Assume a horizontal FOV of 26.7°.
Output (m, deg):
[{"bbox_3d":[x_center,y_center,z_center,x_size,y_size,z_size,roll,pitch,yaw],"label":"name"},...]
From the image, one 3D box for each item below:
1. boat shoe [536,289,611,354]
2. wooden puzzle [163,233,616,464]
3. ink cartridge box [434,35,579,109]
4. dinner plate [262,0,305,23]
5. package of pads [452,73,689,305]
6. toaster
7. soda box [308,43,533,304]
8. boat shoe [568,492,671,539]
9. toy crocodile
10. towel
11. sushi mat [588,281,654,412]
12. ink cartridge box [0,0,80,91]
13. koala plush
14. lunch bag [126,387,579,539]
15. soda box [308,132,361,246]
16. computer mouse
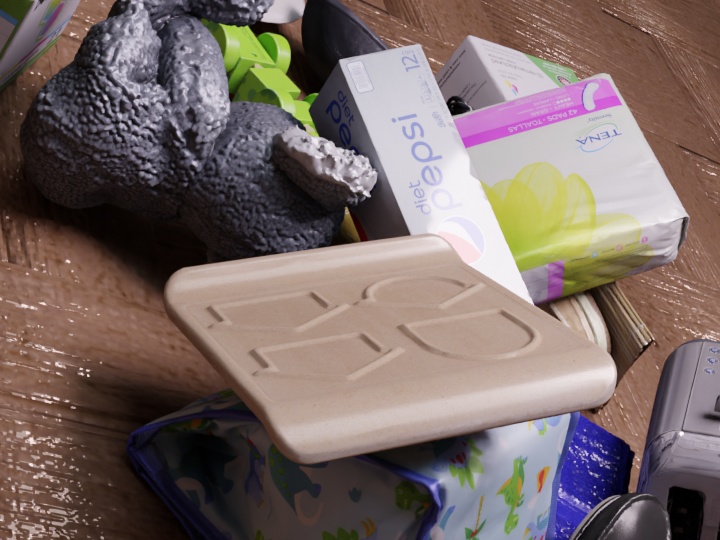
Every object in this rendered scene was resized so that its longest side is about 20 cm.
[{"bbox_3d":[0.110,0.011,1.175,0.076,0.072,0.200,-16,53,-36],"label":"boat shoe"},{"bbox_3d":[0.009,0.044,0.799,0.183,0.047,0.200,-9,25,-21],"label":"wooden puzzle"},{"bbox_3d":[0.161,-0.098,1.343,0.144,0.084,0.201,10,42,-41],"label":"ink cartridge box"},{"bbox_3d":[-0.130,-0.277,1.289,0.199,0.024,0.201,28,25,-14],"label":"dinner plate"},{"bbox_3d":[0.129,-0.052,1.138,0.198,0.068,0.156,-17,59,-9],"label":"package of pads"},{"bbox_3d":[0.243,0.156,1.033,0.112,0.202,0.129,11,30,16],"label":"toaster"},{"bbox_3d":[0.037,-0.036,0.955,0.063,0.068,0.202,-15,74,-26],"label":"soda box"},{"bbox_3d":[0.146,0.207,0.886,0.073,0.063,0.202,38,49,-4],"label":"boat shoe"},{"bbox_3d":[-0.076,-0.135,1.161,0.067,0.062,0.201,0,44,-47],"label":"toy crocodile"},{"bbox_3d":[0.121,0.151,1.006,0.147,0.050,0.201,35,31,-10],"label":"towel"},{"bbox_3d":[0.157,0.006,1.194,0.012,0.096,0.201,-11,55,-29],"label":"sushi mat"},{"bbox_3d":[-0.209,-0.218,0.972,0.075,0.200,0.148,35,31,-6],"label":"ink cartridge box"},{"bbox_3d":[-0.093,-0.071,0.957,0.200,0.178,0.184,40,42,-1],"label":"koala plush"},{"bbox_3d":[-0.006,0.110,0.851,0.198,0.129,0.169,21,20,28],"label":"lunch bag"},{"bbox_3d":[0.000,0.000,1.055,0.200,0.064,0.068,45,32,8],"label":"soda box"},{"bbox_3d":[0.016,-0.148,1.253,0.200,0.053,0.139,42,-7,12],"label":"computer mouse"}]
